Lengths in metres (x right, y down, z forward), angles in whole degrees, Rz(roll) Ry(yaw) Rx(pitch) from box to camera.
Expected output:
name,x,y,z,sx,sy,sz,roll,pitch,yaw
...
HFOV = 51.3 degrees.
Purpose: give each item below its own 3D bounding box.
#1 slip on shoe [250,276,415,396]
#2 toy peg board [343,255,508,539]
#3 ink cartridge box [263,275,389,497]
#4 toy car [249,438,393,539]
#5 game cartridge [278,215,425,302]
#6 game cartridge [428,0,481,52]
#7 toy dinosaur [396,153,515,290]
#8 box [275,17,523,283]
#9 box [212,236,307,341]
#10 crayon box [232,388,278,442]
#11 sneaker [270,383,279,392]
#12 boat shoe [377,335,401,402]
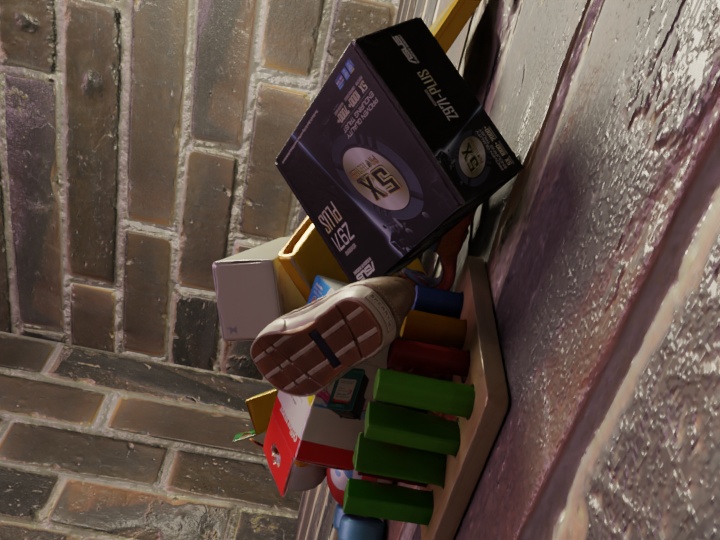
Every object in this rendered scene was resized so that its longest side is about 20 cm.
name,x,y,z,sx,sy,sz,roll,pitch,yaw
slip on shoe,-0.027,0.055,0.665,0.060,0.076,0.199,-38,2,-42
toy peg board,0.048,0.115,0.682,0.200,0.096,0.202,-86,9,-56
ink cartridge box,-0.034,0.119,0.766,0.116,0.066,0.203,-144,71,-69
toy car,-0.057,0.260,1.029,0.177,0.196,0.188,126,154,-79
game cartridge,0.000,0.000,0.895,0.177,0.032,0.201,-55,-49,-35
game cartridge,0.090,-0.283,0.960,0.178,0.032,0.200,-58,7,-15
toy dinosaur,0.080,-0.046,0.775,0.200,0.103,0.185,-123,25,-69
box,0.025,-0.097,0.696,0.086,0.165,0.200,-30,-6,-35
box,-0.099,0.016,0.920,0.200,0.076,0.097,-37,-58,-70
crayon box,-0.090,0.184,1.064,0.127,0.197,0.052,131,120,-79
sneaker,-0.048,0.133,0.914,0.201,0.076,0.085,69,-143,-61
boat shoe,0.048,0.110,0.848,0.075,0.061,0.202,-42,-29,-50
